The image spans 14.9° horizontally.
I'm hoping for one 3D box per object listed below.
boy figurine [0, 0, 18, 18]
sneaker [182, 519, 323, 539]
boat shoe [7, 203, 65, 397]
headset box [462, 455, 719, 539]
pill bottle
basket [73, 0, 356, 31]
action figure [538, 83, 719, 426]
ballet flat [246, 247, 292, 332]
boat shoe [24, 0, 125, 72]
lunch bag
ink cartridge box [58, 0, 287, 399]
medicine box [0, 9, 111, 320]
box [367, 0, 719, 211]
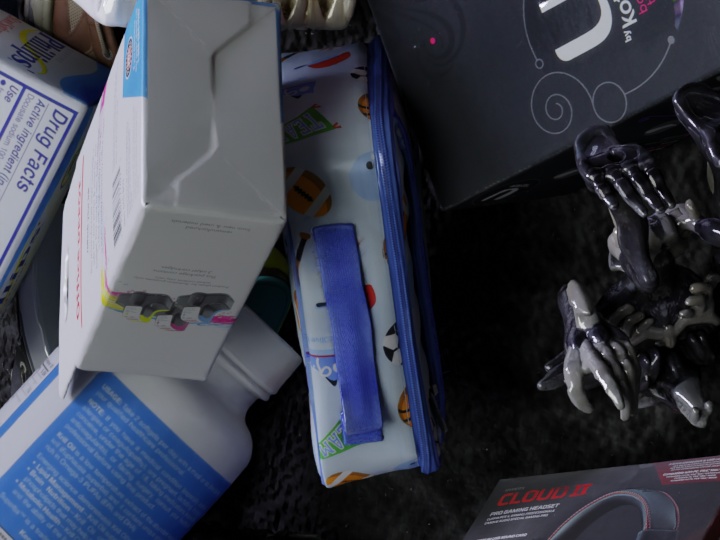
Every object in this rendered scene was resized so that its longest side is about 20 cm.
[{"bbox_3d":[-0.227,-0.076,1.529,0.064,0.124,0.201,16,105,57],"label":"boy figurine"},{"bbox_3d":[-0.060,0.160,1.442,0.199,0.070,0.078,33,109,2],"label":"sneaker"},{"bbox_3d":[-0.166,0.065,1.542,0.066,0.070,0.201,-10,97,41],"label":"boat shoe"},{"bbox_3d":[0.105,0.166,1.262,0.148,0.200,0.075,-9,121,39],"label":"headset box"},{"bbox_3d":[-0.124,0.091,1.376,0.200,0.112,0.112,-47,63,-2],"label":"pill bottle"},{"bbox_3d":[-0.075,-0.190,1.333,0.200,0.123,0.136,-136,52,-70],"label":"basket"},{"bbox_3d":[0.137,0.018,1.202,0.201,0.118,0.102,81,172,-52],"label":"action figure"},{"bbox_3d":[-0.094,0.061,1.488,0.201,0.067,0.067,-63,39,24],"label":"ballet flat"},{"bbox_3d":[-0.130,-0.195,1.469,0.072,0.076,0.201,19,118,32],"label":"boat shoe"},{"bbox_3d":[0.000,0.000,1.317,0.075,0.160,0.201,-9,114,2],"label":"lunch bag"},{"bbox_3d":[-0.090,-0.027,1.278,0.200,0.067,0.116,121,151,-58],"label":"ink cartridge box"},{"bbox_3d":[-0.257,-0.062,1.442,0.199,0.103,0.183,28,104,-3],"label":"medicine box"},{"bbox_3d":[0.117,-0.120,1.250,0.200,0.106,0.123,-27,78,39],"label":"box"}]
